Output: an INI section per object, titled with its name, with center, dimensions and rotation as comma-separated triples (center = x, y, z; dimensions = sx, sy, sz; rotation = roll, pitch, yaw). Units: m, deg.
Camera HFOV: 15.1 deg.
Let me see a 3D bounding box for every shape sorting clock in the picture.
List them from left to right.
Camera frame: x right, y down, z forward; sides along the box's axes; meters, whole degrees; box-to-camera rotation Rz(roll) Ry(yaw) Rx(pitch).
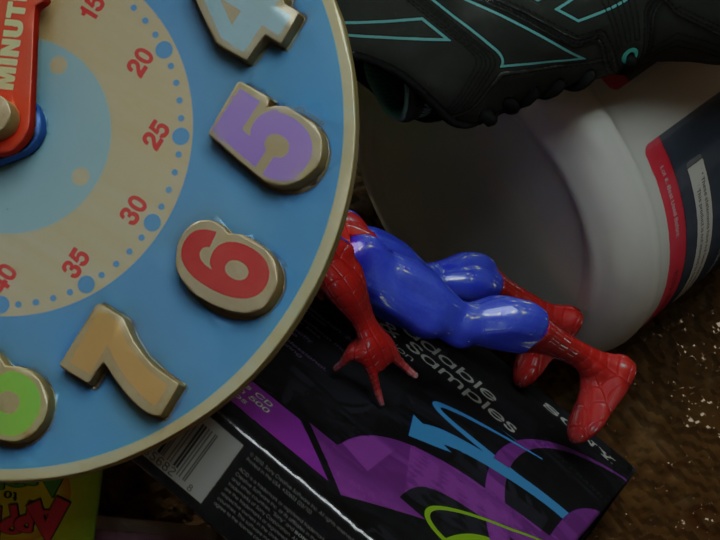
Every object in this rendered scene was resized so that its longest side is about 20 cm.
[shape sorting clock]
center = -0.099, -0.040, 0.778
dimensions = 0.199, 0.039, 0.201
rotation = -2, 80, 14

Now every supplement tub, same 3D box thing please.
[supplement tub]
center = 0.108, -0.071, 0.995
dimensions = 0.200, 0.141, 0.140
rotation = -35, 68, -32

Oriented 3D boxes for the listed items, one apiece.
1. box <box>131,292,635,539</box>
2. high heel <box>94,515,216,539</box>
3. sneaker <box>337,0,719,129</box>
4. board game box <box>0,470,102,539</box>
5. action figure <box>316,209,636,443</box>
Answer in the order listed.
[box]
center = 0.005, 0.054, 0.869
dimensions = 0.143, 0.036, 0.200
rotation = 39, 18, 7
[high heel]
center = -0.142, 0.123, 0.850
dimensions = 0.199, 0.067, 0.097
rotation = 2, 80, 5
[sneaker]
center = 0.044, -0.081, 0.867
dimensions = 0.199, 0.075, 0.080
rotation = 9, 87, -19
[board game box]
center = -0.140, 0.015, 0.885
dimensions = 0.101, 0.048, 0.200
rotation = 3, 30, -11
[action figure]
center = 0.000, 0.000, 0.856
dimensions = 0.200, 0.052, 0.065
rotation = 31, 14, -36
